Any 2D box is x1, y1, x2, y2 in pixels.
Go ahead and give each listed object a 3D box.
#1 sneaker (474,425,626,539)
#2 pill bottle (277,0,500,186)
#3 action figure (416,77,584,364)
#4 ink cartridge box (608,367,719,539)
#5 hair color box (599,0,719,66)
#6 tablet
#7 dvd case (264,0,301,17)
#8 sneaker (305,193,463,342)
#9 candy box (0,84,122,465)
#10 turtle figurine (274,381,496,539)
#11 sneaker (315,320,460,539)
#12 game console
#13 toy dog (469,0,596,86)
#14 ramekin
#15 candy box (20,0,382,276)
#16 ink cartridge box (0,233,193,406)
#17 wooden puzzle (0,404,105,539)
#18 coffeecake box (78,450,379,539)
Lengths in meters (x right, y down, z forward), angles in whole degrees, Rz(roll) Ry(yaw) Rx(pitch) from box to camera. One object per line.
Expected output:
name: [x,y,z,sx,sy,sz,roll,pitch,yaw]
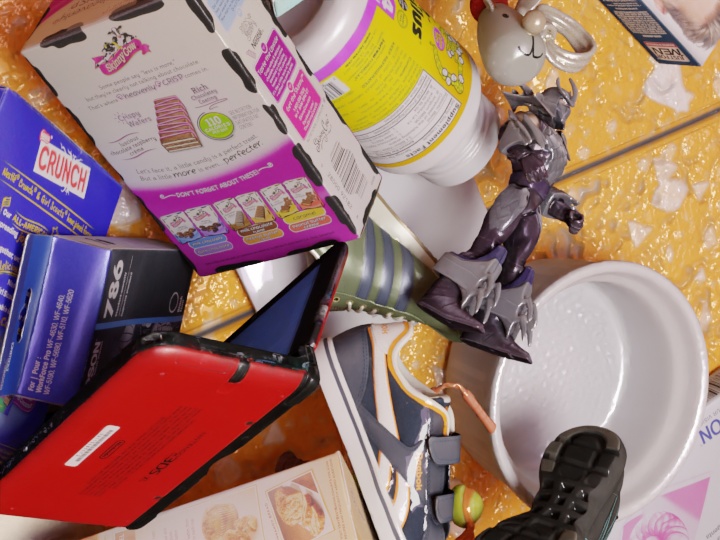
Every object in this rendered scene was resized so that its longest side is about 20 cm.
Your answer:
sneaker: [0.134,0.197,1.035,0.200,0.075,0.080,-43,133,-38]
pill bottle: [0.013,-0.133,1.006,0.199,0.104,0.105,34,83,-46]
action figure: [0.114,-0.044,1.043,0.130,0.069,0.202,37,71,-51]
ink cartridge box: [0.278,0.217,1.261,0.195,0.043,0.202,-32,110,-19]
hair color box: [0.211,-0.258,1.133,0.199,0.060,0.101,39,81,-27]
tablet: [0.009,-0.010,1.101,0.199,0.014,0.131,-32,111,-19]
dvd case: [-0.059,-0.265,0.943,0.145,0.200,0.022,-37,157,-17]
sneaker: [0.000,0.000,1.059,0.090,0.067,0.200,-45,115,-4]
candy box: [-0.231,0.007,0.876,0.169,0.076,0.203,49,57,-68]
turtle figurine: [0.022,0.180,1.071,0.159,0.065,0.203,-3,113,12]
sneaker: [0.035,0.131,0.994,0.078,0.078,0.202,-21,90,1]
game console: [-0.117,0.061,0.898,0.171,0.200,0.120,14,48,-39]
toy dog: [0.098,-0.231,1.018,0.131,0.097,0.201,-17,66,-41]
ramekin: [0.161,0.086,1.147,0.198,0.097,0.204,-5,102,-27]
candy box: [-0.094,-0.096,0.922,0.201,0.135,0.061,54,39,-33]
ink cartridge box: [-0.160,0.030,0.932,0.039,0.200,0.101,15,94,14]
wooden puzzle: [-0.254,0.168,0.979,0.183,0.046,0.203,-4,101,-26]
coffeecake box: [-0.079,0.219,0.987,0.197,0.074,0.154,-19,137,5]
